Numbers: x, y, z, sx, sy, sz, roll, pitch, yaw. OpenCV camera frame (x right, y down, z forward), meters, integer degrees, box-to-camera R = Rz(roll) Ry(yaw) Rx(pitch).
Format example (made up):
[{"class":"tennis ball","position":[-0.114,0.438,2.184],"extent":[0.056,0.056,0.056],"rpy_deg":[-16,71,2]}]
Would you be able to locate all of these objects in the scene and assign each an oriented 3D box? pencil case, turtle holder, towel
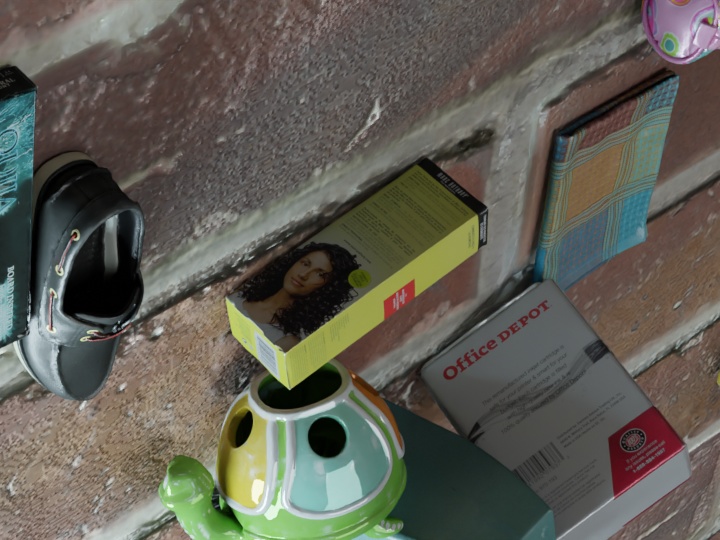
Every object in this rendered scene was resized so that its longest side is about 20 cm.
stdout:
[{"class":"pencil case","position":[0.318,-0.224,1.594],"extent":[0.200,0.087,0.088],"rpy_deg":[-16,137,-42]},{"class":"turtle holder","position":[-0.059,0.141,1.496],"extent":[0.185,0.141,0.132],"rpy_deg":[-5,124,3]},{"class":"towel","position":[0.213,-0.070,1.695],"extent":[0.146,0.022,0.200],"rpy_deg":[-31,145,-29]}]

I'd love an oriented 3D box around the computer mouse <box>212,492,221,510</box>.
[{"class":"computer mouse","position":[-0.075,0.205,1.632],"extent":[0.059,0.034,0.200],"rpy_deg":[-39,148,17]}]

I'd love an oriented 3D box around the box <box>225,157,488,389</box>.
[{"class":"box","position":[0.000,0.000,1.445],"extent":[0.200,0.075,0.050],"rpy_deg":[-36,148,-22]}]

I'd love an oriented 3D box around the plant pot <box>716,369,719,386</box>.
[{"class":"plant pot","position":[0.530,0.056,2.098],"extent":[0.200,0.200,0.177],"rpy_deg":[-27,132,-32]}]

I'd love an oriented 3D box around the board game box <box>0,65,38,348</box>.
[{"class":"board game box","position":[-0.254,-0.015,1.140],"extent":[0.135,0.028,0.200],"rpy_deg":[-26,142,-35]}]

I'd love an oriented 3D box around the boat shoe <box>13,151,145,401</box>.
[{"class":"boat shoe","position":[-0.179,0.018,1.247],"extent":[0.074,0.063,0.202],"rpy_deg":[-29,146,-34]}]

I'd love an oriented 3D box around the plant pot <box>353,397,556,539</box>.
[{"class":"plant pot","position":[0.056,0.223,1.594],"extent":[0.141,0.200,0.142],"rpy_deg":[-39,134,-37]}]

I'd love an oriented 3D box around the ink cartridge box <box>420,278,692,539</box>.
[{"class":"ink cartridge box","position":[0.167,0.131,1.670],"extent":[0.145,0.200,0.083],"rpy_deg":[-36,152,-2]}]
